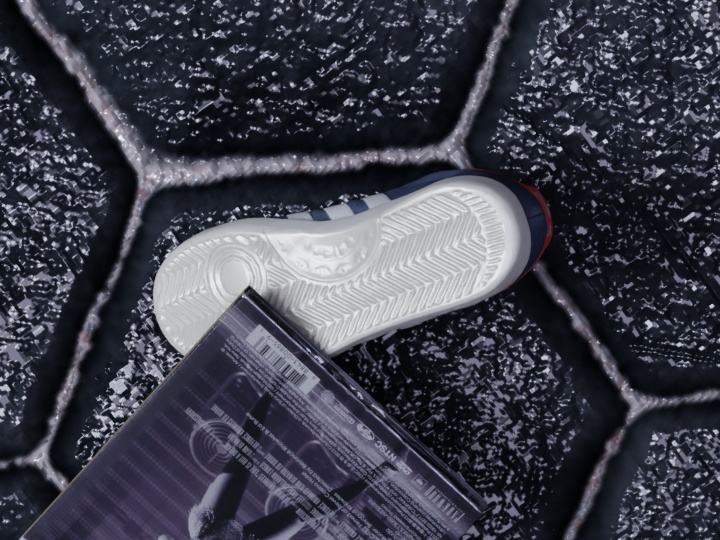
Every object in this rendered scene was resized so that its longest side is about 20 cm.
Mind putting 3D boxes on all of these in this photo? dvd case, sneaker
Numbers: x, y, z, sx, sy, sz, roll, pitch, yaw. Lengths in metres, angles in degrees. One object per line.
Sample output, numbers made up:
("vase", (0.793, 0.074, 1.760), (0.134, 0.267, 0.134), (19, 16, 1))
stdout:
("dvd case", (-0.058, 0.123, 1.082), (0.149, 0.016, 0.200), (42, 116, -3))
("sneaker", (0.000, 0.000, 1.075), (0.199, 0.084, 0.076), (-10, 94, 28))
